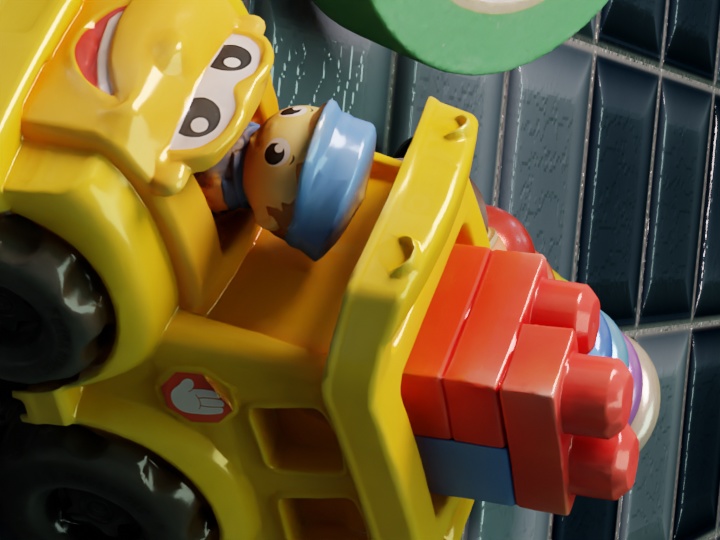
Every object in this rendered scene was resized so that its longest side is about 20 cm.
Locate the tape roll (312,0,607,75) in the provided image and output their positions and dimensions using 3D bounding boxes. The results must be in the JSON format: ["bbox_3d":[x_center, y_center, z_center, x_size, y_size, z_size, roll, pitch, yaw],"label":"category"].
[{"bbox_3d":[0.053,-0.177,0.878,0.200,0.048,0.201,-26,128,-37],"label":"tape roll"}]

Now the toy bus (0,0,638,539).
[{"bbox_3d":[-0.014,0.007,0.666,0.201,0.191,0.136,74,31,-43],"label":"toy bus"}]

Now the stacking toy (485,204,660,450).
[{"bbox_3d":[0.079,0.031,1.095,0.200,0.085,0.086,48,51,-57],"label":"stacking toy"}]

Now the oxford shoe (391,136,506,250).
[{"bbox_3d":[0.000,0.000,0.902,0.073,0.071,0.200,70,22,-11],"label":"oxford shoe"}]
